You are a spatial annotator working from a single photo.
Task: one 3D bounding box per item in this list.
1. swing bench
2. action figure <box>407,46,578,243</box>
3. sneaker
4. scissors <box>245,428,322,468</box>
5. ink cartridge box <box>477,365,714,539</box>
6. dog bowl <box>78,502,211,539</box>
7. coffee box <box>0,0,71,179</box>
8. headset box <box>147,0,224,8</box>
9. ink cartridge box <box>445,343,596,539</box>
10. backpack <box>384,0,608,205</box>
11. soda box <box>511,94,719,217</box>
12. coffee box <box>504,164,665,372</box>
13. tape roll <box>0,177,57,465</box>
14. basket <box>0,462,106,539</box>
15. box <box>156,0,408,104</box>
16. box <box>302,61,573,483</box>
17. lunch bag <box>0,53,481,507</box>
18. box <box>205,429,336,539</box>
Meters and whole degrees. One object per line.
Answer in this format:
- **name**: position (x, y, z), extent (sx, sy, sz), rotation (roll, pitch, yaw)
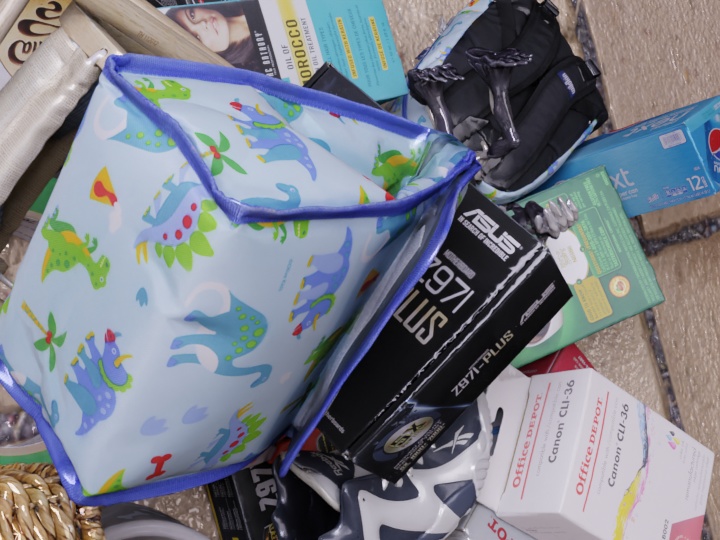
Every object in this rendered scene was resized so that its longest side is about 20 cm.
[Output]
- **swing bench**: position (-0.147, -0.043, 0.618), extent (0.200, 0.130, 0.199), rotation (33, 99, -28)
- **action figure**: position (0.082, -0.048, 0.823), extent (0.118, 0.102, 0.201), rotation (-13, 113, -10)
- **sneaker**: position (0.008, 0.133, 0.779), extent (0.199, 0.079, 0.130), rotation (-55, 132, -15)
- **scissors**: position (-0.062, 0.125, 0.783), extent (0.200, 0.014, 0.073), rotation (-34, 104, -38)
- **ink cartridge box**: position (0.176, 0.153, 0.884), extent (0.200, 0.067, 0.117), rotation (32, 62, -29)
- **dog bowl**: position (-0.146, 0.244, 0.725), extent (0.199, 0.059, 0.201), rotation (8, 77, -38)
- **coffee box**: position (-0.175, -0.114, 0.759), extent (0.200, 0.080, 0.114), rotation (21, 66, -34)
- **headset box**: position (-0.083, -0.251, 0.863), extent (0.200, 0.075, 0.149), rotation (-23, 96, -39)
- **ink cartridge box**: position (0.140, 0.177, 0.948), extent (0.146, 0.083, 0.200), rotation (50, 55, -20)
- **backpack**: position (0.098, -0.122, 0.950), extent (0.163, 0.153, 0.200), rotation (52, 35, -15)
- **soda box**: position (0.219, -0.082, 0.988), extent (0.068, 0.200, 0.064), rotation (-34, 102, -38)
- **coffee box**: position (0.125, 0.010, 0.925), extent (0.199, 0.044, 0.123), rotation (-25, 87, -6)
- **tape roll**: position (-0.221, 0.039, 0.713), extent (0.200, 0.048, 0.201), rotation (9, 76, -37)
- **basket**: position (-0.220, 0.208, 0.616), extent (0.149, 0.143, 0.201), rotation (-8, 89, -34)
- **box**: position (-0.059, -0.136, 0.774), extent (0.200, 0.049, 0.083), rotation (-20, 95, -44)
- **box**: position (0.000, 0.000, 0.720), extent (0.164, 0.200, 0.086), rotation (-45, 153, 0)
- **lunch bag**: position (-0.046, 0.006, 0.547), extent (0.200, 0.170, 0.127), rotation (-5, 45, -51)
- **box**: position (-0.042, 0.111, 0.841), extent (0.159, 0.049, 0.201), rotation (-17, 92, -37)
